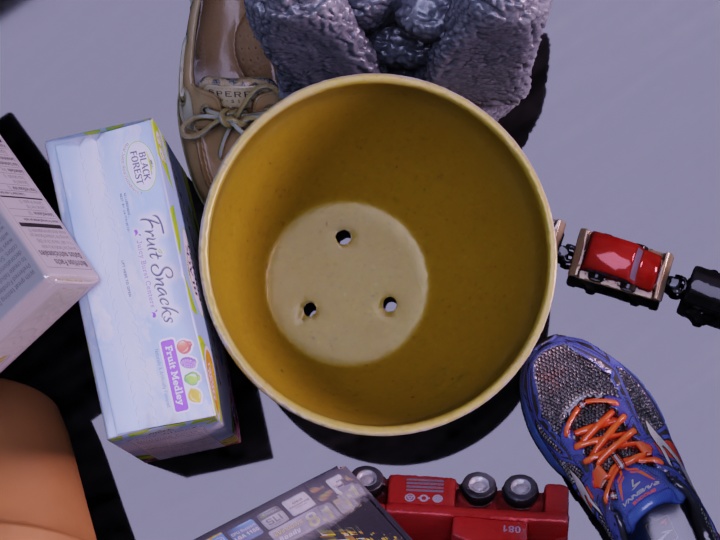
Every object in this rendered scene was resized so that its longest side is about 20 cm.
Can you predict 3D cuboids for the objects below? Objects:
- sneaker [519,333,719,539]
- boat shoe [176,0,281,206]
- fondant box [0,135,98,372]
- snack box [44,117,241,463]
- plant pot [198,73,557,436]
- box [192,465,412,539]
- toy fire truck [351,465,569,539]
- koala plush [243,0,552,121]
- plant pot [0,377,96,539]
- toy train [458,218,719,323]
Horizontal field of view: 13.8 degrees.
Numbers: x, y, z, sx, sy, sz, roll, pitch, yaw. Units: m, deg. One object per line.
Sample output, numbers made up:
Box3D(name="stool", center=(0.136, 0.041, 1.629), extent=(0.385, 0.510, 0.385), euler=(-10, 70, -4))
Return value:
Box3D(name="sneaker", center=(0.160, 0.121, 1.722), extent=(0.075, 0.078, 0.200), euler=(-34, 83, -2))
Box3D(name="boat shoe", center=(-0.076, -0.128, 1.771), extent=(0.073, 0.063, 0.201), euler=(-4, 84, 2))
Box3D(name="fondant box", center=(-0.254, -0.027, 1.609), extent=(0.144, 0.058, 0.200), euler=(-42, 71, 18))
Box3D(name="snack box", center=(-0.119, 0.017, 1.687), extent=(0.067, 0.200, 0.169), euler=(-13, 83, 2))
Box3D(name="plant pot", center=(0.000, 0.000, 1.704), extent=(0.199, 0.142, 0.201), euler=(1, 82, -9))
Box3D(name="box", center=(-0.045, 0.208, 1.607), extent=(0.200, 0.049, 0.161), euler=(-25, 48, -24))
Box3D(name="toy fire truck", center=(0.070, 0.182, 1.696), extent=(0.199, 0.049, 0.141), euler=(3, 45, 3))
Box3D(name="koala plush", center=(0.026, -0.189, 1.743), extent=(0.177, 0.184, 0.201), euler=(0, 62, 3))
Box3D(name="plant pot", center=(-0.236, 0.146, 1.691), extent=(0.199, 0.200, 0.141), euler=(-5, 67, 2))
Box3D(name="toy train", center=(0.149, -0.004, 1.754), extent=(0.199, 0.046, 0.034), euler=(18, 84, 5))
